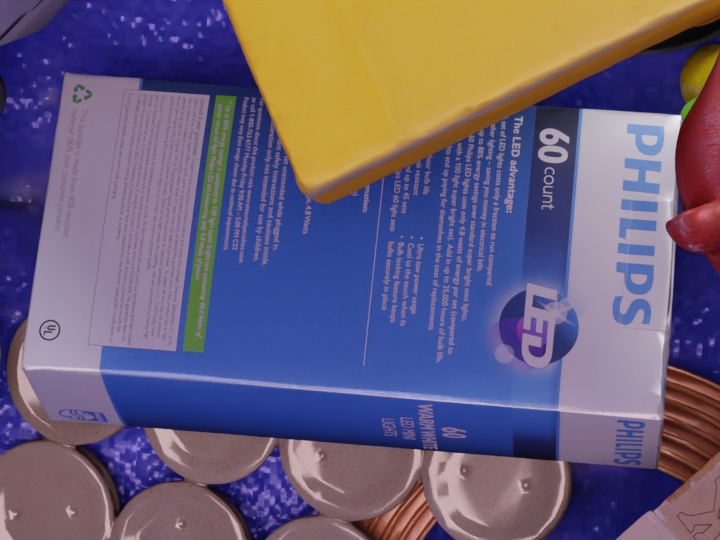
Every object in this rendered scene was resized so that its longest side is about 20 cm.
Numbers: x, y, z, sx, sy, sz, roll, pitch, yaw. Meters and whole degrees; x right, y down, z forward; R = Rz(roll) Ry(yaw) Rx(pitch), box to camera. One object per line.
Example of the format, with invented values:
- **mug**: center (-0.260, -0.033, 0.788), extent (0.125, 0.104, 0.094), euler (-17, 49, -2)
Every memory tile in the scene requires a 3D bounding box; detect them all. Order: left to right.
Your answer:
- **memory tile**: center (-0.036, 0.100, 0.960), extent (0.199, 0.017, 0.154), euler (14, 98, 12)

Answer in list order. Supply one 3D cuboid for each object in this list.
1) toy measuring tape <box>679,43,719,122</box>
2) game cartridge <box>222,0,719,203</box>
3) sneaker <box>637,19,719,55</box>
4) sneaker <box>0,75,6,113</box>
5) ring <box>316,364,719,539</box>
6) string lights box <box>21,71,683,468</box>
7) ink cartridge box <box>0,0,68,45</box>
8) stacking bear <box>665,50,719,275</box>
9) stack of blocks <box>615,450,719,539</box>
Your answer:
- **toy measuring tape**: center (0.177, -0.042, 0.867), extent (0.200, 0.073, 0.074), euler (24, 105, 46)
- **game cartridge**: center (0.042, -0.139, 0.795), extent (0.199, 0.032, 0.177), euler (-24, 79, 11)
- **sneaker**: center (0.028, -0.115, 0.885), extent (0.199, 0.114, 0.077), euler (24, 103, 0)
- **sneaker**: center (-0.149, 0.011, 0.941), extent (0.084, 0.075, 0.200), euler (25, 124, -11)
- **ring**: center (0.076, 0.125, 0.966), extent (0.199, 0.019, 0.202), euler (1, 100, 5)
- **string lights box**: center (0.000, 0.000, 0.913), extent (0.199, 0.059, 0.103), euler (5, 70, 5)
- **ink cartridge box**: center (-0.141, -0.140, 0.854), extent (0.146, 0.200, 0.084), euler (45, 101, -2)
- **stacking bear**: center (0.173, -0.051, 0.738), extent (0.199, 0.121, 0.114), euler (-23, 90, 24)
- **stack of blocks**: center (0.135, 0.096, 0.882), extent (0.200, 0.115, 0.059), euler (-43, 62, 8)
